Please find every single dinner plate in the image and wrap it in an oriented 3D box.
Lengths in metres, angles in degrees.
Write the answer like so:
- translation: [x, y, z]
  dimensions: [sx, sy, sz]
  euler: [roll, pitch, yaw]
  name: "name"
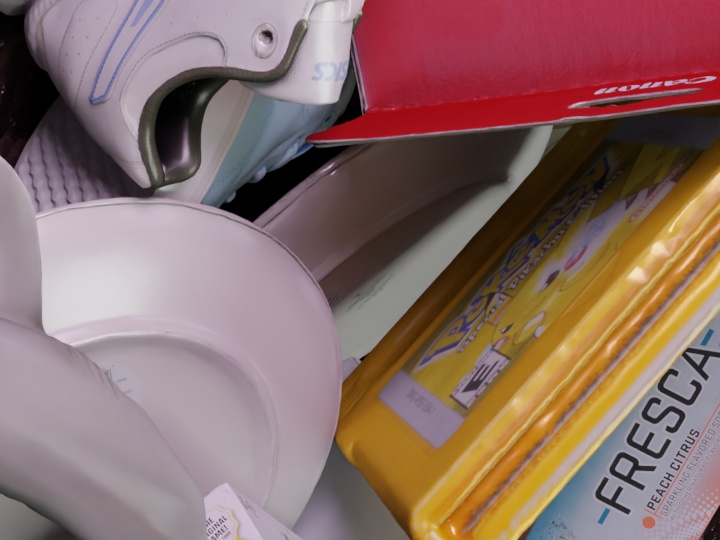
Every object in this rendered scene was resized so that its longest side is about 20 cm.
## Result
- translation: [-0.088, 0.068, 0.668]
  dimensions: [0.200, 0.024, 0.200]
  euler: [-19, 130, -25]
  name: "dinner plate"
- translation: [0.000, 0.000, 0.815]
  dimensions: [0.200, 0.024, 0.200]
  euler: [-35, 163, -12]
  name: "dinner plate"

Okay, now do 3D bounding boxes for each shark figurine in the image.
- translation: [-0.148, 0.042, 0.562]
  dimensions: [0.214, 0.090, 0.128]
  euler: [-7, 104, -10]
  name: "shark figurine"

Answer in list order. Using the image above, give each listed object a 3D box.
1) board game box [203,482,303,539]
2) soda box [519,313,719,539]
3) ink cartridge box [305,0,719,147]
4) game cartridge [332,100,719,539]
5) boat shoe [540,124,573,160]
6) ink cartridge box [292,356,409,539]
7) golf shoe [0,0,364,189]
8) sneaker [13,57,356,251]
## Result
- translation: [-0.055, 0.149, 0.725]
  dimensions: [0.134, 0.034, 0.200]
  euler: [-36, 152, 2]
  name: "board game box"
- translation: [0.130, 0.064, 0.928]
  dimensions: [0.200, 0.068, 0.064]
  euler: [-62, -177, 12]
  name: "soda box"
- translation: [0.097, -0.101, 0.633]
  dimensions: [0.176, 0.200, 0.084]
  euler: [-34, 115, -59]
  name: "ink cartridge box"
- translation: [0.063, 0.005, 0.692]
  dimensions: [0.176, 0.032, 0.200]
  euler: [-48, -168, -2]
  name: "game cartridge"
- translation: [0.066, 0.036, 0.914]
  dimensions: [0.074, 0.069, 0.200]
  euler: [15, 104, -32]
  name: "boat shoe"
- translation: [-0.036, 0.143, 0.861]
  dimensions: [0.146, 0.086, 0.200]
  euler: [-29, 153, -14]
  name: "ink cartridge box"
- translation: [-0.012, -0.097, 0.592]
  dimensions: [0.200, 0.097, 0.078]
  euler: [-34, 167, 35]
  name: "golf shoe"
- translation: [-0.041, -0.049, 0.693]
  dimensions: [0.082, 0.074, 0.200]
  euler: [35, 87, -43]
  name: "sneaker"
